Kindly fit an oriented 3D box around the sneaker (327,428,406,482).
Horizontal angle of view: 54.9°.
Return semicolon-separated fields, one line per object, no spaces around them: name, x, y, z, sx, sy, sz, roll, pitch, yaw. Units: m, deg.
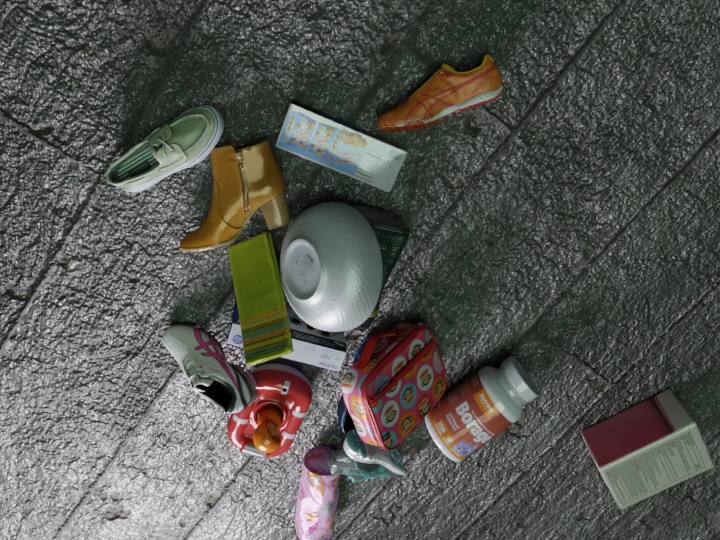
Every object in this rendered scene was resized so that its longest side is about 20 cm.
sneaker;0.011;0.363;1.316;0.091;0.078;0.199;-41;135;15

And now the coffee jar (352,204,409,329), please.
coffee jar;0.000;0.000;1.142;0.102;0.086;0.203;9;117;-26

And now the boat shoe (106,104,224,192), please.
boat shoe;-0.291;-0.177;1.035;0.198;0.062;0.073;-33;91;13

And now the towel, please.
towel;-0.164;0.044;1.111;0.084;0.204;0.018;-18;162;17

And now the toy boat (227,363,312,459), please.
toy boat;-0.164;0.271;1.245;0.128;0.131;0.203;19;115;-14

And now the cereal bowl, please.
cereal bowl;-0.062;-0.004;1.071;0.082;0.200;0.203;-5;125;-43

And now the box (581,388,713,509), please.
box;0.555;0.347;1.349;0.197;0.110;0.129;-29;115;10

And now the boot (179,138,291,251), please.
boot;-0.214;-0.120;1.086;0.197;0.071;0.147;-17;108;7

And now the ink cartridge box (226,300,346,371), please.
ink cartridge box;-0.123;0.107;1.185;0.196;0.095;0.045;16;116;-12

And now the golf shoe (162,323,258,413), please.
golf shoe;-0.264;0.163;1.177;0.199;0.092;0.073;37;106;10

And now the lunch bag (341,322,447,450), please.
lunch bag;0.058;0.184;1.194;0.081;0.199;0.179;5;125;45

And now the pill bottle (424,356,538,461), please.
pill bottle;0.223;0.251;1.274;0.199;0.113;0.112;-40;113;15

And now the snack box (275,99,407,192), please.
snack box;-0.029;-0.192;1.079;0.196;0.024;0.073;20;115;-14

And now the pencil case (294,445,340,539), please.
pencil case;-0.082;0.447;1.372;0.085;0.088;0.204;4;118;-6

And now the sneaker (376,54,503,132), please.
sneaker;0.113;-0.262;1.041;0.196;0.073;0.079;-22;95;3

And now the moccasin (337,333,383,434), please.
moccasin;0.014;0.214;1.264;0.079;0.069;0.203;12;115;-10
